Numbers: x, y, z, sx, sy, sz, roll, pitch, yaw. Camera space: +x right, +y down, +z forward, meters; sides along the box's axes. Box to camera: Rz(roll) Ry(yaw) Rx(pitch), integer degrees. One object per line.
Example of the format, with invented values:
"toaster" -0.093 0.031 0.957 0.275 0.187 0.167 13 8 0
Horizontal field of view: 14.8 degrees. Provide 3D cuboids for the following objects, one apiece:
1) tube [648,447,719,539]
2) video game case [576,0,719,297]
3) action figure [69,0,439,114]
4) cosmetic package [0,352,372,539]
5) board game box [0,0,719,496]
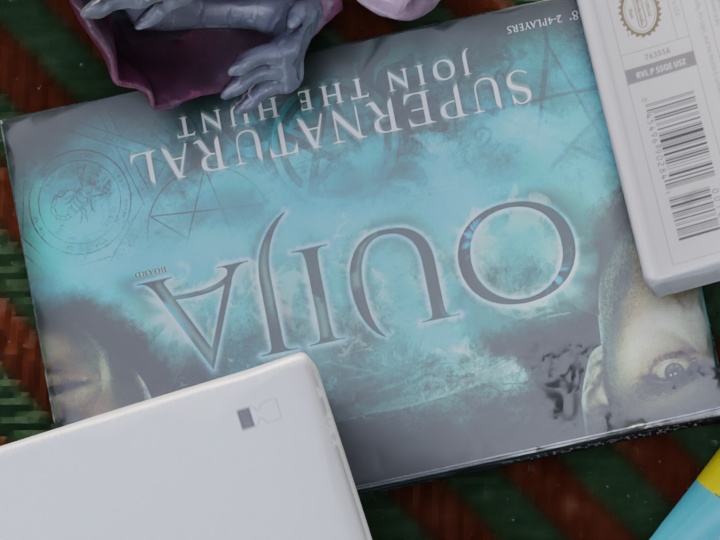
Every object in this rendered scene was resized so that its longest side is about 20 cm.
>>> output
"tube" 0.153 0.036 0.810 0.077 0.050 0.200 32 92 16
"video game case" 0.162 -0.086 0.793 0.199 0.018 0.144 -16 71 12
"action figure" -0.086 -0.144 0.820 0.148 0.134 0.200 -25 55 -17
"cosmetic package" -0.091 0.109 0.713 0.199 0.200 0.123 -17 89 -3
"board game box" 0.000 0.000 0.838 0.199 0.028 0.136 -13 81 5
